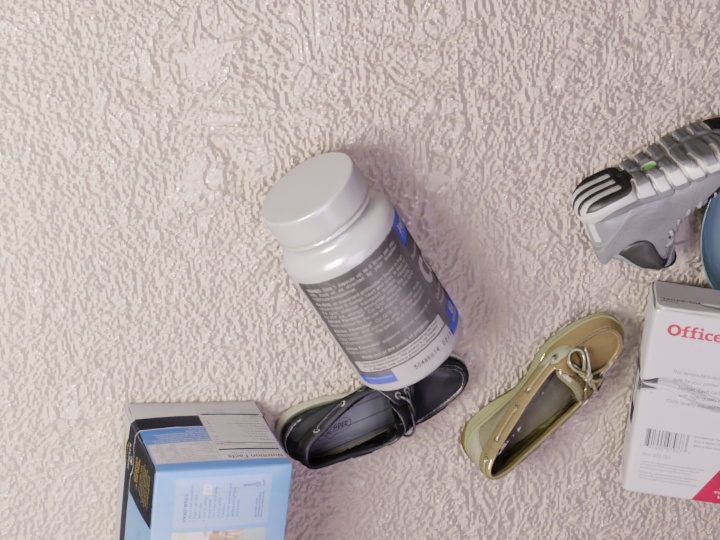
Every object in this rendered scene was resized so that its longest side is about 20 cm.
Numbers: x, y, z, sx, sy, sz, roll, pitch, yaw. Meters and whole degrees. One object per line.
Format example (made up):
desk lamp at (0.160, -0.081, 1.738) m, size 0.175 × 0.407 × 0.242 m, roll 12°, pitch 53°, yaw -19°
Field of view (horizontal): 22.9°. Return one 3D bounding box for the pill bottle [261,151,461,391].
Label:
pill bottle at (0.000, 0.000, 1.594) m, size 0.113 × 0.114 × 0.201 m, roll -35°, pitch 120°, yaw -4°

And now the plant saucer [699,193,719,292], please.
plant saucer at (0.423, -0.051, 1.786) m, size 0.198 × 0.027 × 0.202 m, roll -8°, pitch 114°, yaw -17°

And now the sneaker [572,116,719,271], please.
sneaker at (0.306, -0.065, 1.716) m, size 0.198 × 0.075 × 0.116 m, roll -22°, pitch 123°, yaw 0°

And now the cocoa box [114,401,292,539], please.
cocoa box at (-0.148, 0.238, 1.627) m, size 0.132 × 0.131 × 0.202 m, roll -1°, pitch 112°, yaw -21°

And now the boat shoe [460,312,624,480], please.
boat shoe at (0.188, 0.125, 1.749) m, size 0.200 × 0.063 × 0.073 m, roll -39°, pitch 120°, yaw -2°

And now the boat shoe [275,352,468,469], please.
boat shoe at (0.020, 0.137, 1.687) m, size 0.197 × 0.066 × 0.075 m, roll -16°, pitch 116°, yaw -15°

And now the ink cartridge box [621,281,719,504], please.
ink cartridge box at (0.345, 0.122, 1.769) m, size 0.143 × 0.083 × 0.202 m, roll 8°, pitch 111°, yaw 4°
